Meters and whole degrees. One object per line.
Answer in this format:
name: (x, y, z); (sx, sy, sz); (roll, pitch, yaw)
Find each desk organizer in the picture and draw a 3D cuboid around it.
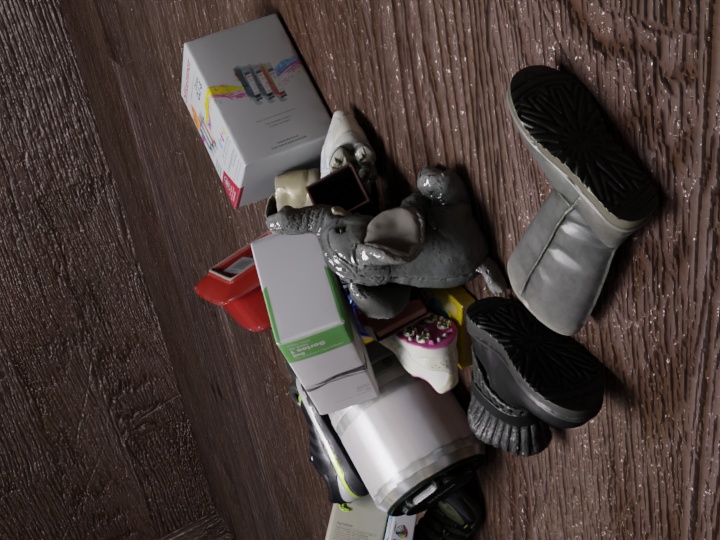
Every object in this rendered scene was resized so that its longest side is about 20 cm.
desk organizer: (0.006, -0.026, 1.165); (0.201, 0.071, 0.077); (65, -175, 35)

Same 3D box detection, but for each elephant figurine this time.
elephant figurine: (0.025, -0.021, 1.060); (0.155, 0.199, 0.143); (22, 131, 62)

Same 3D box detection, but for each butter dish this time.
butter dish: (-0.140, 0.034, 1.577); (0.149, 0.199, 0.200); (62, 162, -18)

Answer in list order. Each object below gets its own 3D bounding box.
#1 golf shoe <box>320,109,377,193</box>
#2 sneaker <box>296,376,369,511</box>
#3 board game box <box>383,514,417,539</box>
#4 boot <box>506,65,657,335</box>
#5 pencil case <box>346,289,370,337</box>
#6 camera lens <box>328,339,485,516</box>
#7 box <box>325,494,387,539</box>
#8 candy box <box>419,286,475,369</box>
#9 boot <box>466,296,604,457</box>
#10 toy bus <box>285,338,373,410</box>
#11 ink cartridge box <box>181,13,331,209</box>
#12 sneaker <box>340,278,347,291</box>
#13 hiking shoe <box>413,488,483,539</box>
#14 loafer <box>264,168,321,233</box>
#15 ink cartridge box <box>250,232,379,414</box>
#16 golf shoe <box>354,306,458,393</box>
golf shoe: (-0.021, -0.124, 1.292); (0.201, 0.077, 0.098); (107, 154, -54)
sneaker: (-0.053, 0.233, 1.354); (0.083, 0.071, 0.201); (-38, 66, 31)
board game box: (0.062, 0.318, 1.395); (0.127, 0.034, 0.202); (104, 180, -60)
boot: (0.169, -0.056, 0.869); (0.183, 0.072, 0.200); (62, 166, 20)
pencil case: (-0.027, 0.024, 1.406); (0.200, 0.086, 0.079); (40, 126, 54)
camera lens: (0.055, 0.203, 1.281); (0.201, 0.159, 0.160); (59, 158, 22)
box: (0.003, 0.324, 1.394); (0.068, 0.081, 0.202); (97, -172, -72)
candy box: (0.079, 0.025, 1.229); (0.200, 0.026, 0.103); (47, 148, 45)
boot: (0.177, 0.138, 1.015); (0.211, 0.079, 0.159); (-128, 29, -57)
toy bus: (-0.002, 0.175, 1.478); (0.192, 0.135, 0.201); (40, 152, 22)
ink cartridge box: (-0.147, -0.222, 1.372); (0.201, 0.144, 0.145); (63, 160, 13)
sneaker: (0.000, 0.000, 1.269); (0.199, 0.070, 0.109); (24, 158, 34)
hiking shoe: (0.112, 0.369, 1.385); (0.076, 0.100, 0.201); (37, 150, 29)
loafer: (-0.102, -0.075, 1.394); (0.201, 0.068, 0.076); (110, 171, -48)
ink cartridge box: (-0.050, 0.062, 1.166); (0.201, 0.084, 0.147); (69, -178, -56)
golf shoe: (0.055, 0.087, 1.215); (0.200, 0.075, 0.092); (33, 145, 59)
